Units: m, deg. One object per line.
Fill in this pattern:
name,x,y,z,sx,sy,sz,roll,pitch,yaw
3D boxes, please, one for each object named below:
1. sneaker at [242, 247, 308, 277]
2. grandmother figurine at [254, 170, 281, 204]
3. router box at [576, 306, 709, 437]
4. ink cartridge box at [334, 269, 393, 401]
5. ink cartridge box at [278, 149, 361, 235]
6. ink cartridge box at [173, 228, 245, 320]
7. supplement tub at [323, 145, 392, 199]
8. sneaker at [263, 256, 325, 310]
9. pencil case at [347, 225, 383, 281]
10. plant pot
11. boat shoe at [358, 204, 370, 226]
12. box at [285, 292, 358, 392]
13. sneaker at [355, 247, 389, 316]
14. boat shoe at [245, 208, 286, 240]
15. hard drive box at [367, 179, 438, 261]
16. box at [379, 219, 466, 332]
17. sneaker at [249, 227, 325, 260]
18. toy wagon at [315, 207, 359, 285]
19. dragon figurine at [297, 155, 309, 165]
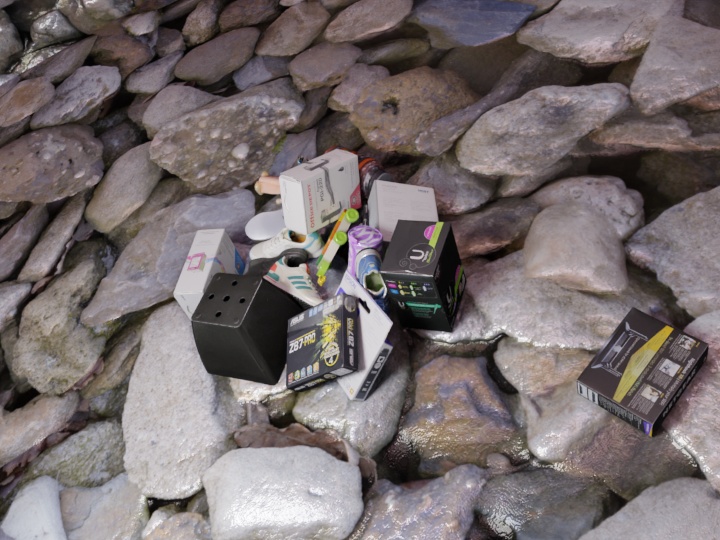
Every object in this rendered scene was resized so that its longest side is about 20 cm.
sneaker,-0.223,0.015,1.795,0.197,0.060,0.105,-13,47,18
grandmother figurine,-0.195,-0.229,1.989,0.198,0.061,0.123,7,63,30
router box,0.525,0.184,1.353,0.156,0.053,0.200,31,67,37
ink cartridge box,-0.011,0.135,1.540,0.198,0.043,0.202,49,121,43
ink cartridge box,-0.095,-0.195,1.782,0.199,0.148,0.084,-29,37,-36
ink cartridge box,-0.368,0.021,1.785,0.083,0.145,0.202,-2,51,18
supplement tub,-0.009,-0.252,1.899,0.199,0.108,0.107,28,65,36
sneaker,-0.133,0.033,1.710,0.198,0.071,0.094,27,73,23
pencil case,0.000,0.000,1.622,0.085,0.202,0.084,-19,39,-35
plant pot,-0.269,0.117,1.644,0.197,0.178,0.202,5,55,26
boat shoe,0.011,-0.088,1.764,0.061,0.075,0.202,13,54,6
box,-0.083,0.155,1.539,0.199,0.049,0.163,-27,53,44
sneaker,0.026,0.055,1.562,0.075,0.202,0.077,-14,30,-3
boat shoe,-0.204,-0.127,1.901,0.197,0.065,0.075,-19,81,-4
hard drive box,0.103,-0.111,1.712,0.153,0.077,0.202,7,49,-10
box,0.138,0.012,1.551,0.123,0.201,0.150,4,53,25
sneaker,-0.193,-0.068,1.835,0.197,0.081,0.077,-12,50,14
toy wagon,-0.065,-0.056,1.729,0.039,0.155,0.202,28,60,-4
dragon figurine,-0.138,-0.229,1.884,0.099,0.059,0.201,42,104,33
